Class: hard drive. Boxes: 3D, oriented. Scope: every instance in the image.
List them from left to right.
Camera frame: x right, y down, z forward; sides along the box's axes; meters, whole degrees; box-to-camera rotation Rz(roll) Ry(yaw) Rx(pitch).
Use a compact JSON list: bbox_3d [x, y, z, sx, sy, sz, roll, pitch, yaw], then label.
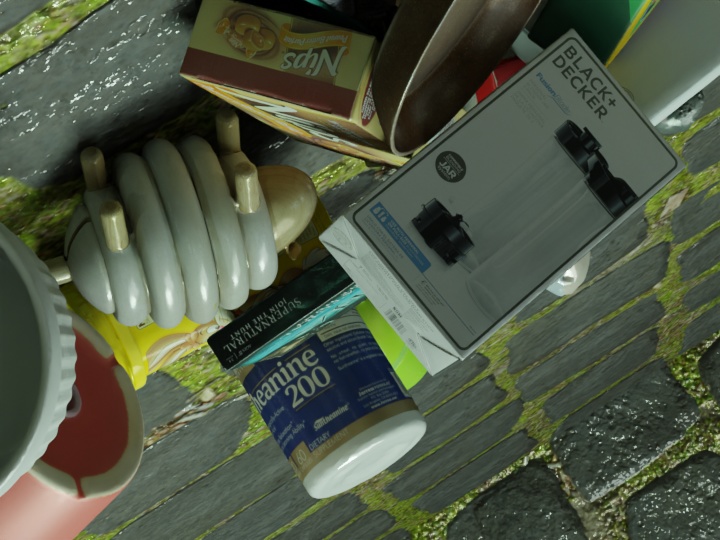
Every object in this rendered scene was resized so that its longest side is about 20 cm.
[{"bbox_3d":[0.194,-0.178,1.329,0.200,0.132,0.027,-37,163,-32],"label":"hard drive"}]

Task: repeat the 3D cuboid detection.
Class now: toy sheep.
[{"bbox_3d":[-0.124,-0.026,1.286,0.200,0.138,0.138,-13,161,-8],"label":"toy sheep"}]

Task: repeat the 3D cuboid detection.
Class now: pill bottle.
[{"bbox_3d":[-0.042,0.073,1.586,0.111,0.200,0.111,-30,164,-10],"label":"pill bottle"}]

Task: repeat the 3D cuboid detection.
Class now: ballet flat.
[{"bbox_3d":[-0.008,-0.177,1.169,0.072,0.072,0.200,-35,165,8],"label":"ballet flat"}]

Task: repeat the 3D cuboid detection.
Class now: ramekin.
[{"bbox_3d":[-0.258,0.051,1.134,0.200,0.200,0.105,-34,173,6],"label":"ramekin"}]

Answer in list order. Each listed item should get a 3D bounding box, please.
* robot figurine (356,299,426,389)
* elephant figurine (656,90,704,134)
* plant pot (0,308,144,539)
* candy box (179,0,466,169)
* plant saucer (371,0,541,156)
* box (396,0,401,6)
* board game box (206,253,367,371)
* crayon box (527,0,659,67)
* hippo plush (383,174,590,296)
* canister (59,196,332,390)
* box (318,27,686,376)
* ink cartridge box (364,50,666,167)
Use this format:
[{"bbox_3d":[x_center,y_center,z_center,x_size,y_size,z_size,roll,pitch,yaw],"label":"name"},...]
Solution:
[{"bbox_3d":[0.001,0.054,1.767,0.175,0.116,0.200,-36,164,8],"label":"robot figurine"},{"bbox_3d":[0.208,-0.200,1.446,0.141,0.155,0.200,14,140,-5],"label":"elephant figurine"},{"bbox_3d":[-0.250,0.117,1.285,0.177,0.201,0.200,-32,167,30],"label":"plant pot"},{"bbox_3d":[-0.018,-0.111,1.233,0.200,0.115,0.055,25,81,-70],"label":"candy box"},{"bbox_3d":[0.065,-0.157,1.124,0.200,0.034,0.200,-51,168,-15],"label":"plant saucer"},{"bbox_3d":[0.082,-0.211,1.313,0.200,0.021,0.164,-22,161,-37],"label":"box"},{"bbox_3d":[0.000,0.000,1.352,0.200,0.028,0.135,-34,173,14],"label":"board game box"},{"bbox_3d":[0.201,-0.242,1.248,0.200,0.058,0.173,-52,174,-35],"label":"crayon box"},{"bbox_3d":[0.104,-0.070,1.536,0.200,0.160,0.161,6,174,9],"label":"hippo plush"},{"bbox_3d":[-0.125,0.014,1.422,0.200,0.087,0.148,-28,-176,-22],"label":"canister"},{"bbox_3d":[0.088,-0.043,1.210,0.200,0.117,0.060,-38,179,-20],"label":"box"},{"bbox_3d":[0.099,-0.118,1.363,0.116,0.067,0.200,-21,-166,-36],"label":"ink cartridge box"}]
